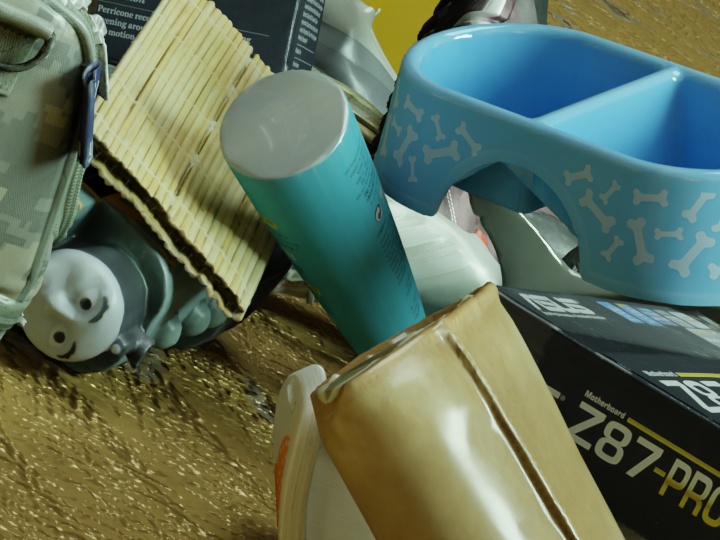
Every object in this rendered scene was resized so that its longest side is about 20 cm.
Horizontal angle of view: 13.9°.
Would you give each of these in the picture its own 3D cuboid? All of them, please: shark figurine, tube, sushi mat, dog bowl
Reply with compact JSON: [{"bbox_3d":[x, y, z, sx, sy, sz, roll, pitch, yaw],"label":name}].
[{"bbox_3d":[0.152,0.013,1.166,0.214,0.090,0.128,28,33,36],"label":"shark figurine"},{"bbox_3d":[0.000,0.000,1.166,0.200,0.050,0.077,62,8,-51],"label":"tube"},{"bbox_3d":[-0.060,-0.053,1.159,0.096,0.012,0.200,49,20,-12],"label":"sushi mat"},{"bbox_3d":[0.093,-0.046,1.130,0.200,0.050,0.111,24,33,39],"label":"dog bowl"}]

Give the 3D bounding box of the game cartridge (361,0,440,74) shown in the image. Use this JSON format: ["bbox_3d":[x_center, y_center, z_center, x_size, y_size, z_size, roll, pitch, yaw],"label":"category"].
[{"bbox_3d":[-0.030,-0.161,1.504,0.176,0.200,0.032,22,18,-30],"label":"game cartridge"}]

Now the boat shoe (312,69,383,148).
[{"bbox_3d":[-0.002,-0.036,1.405,0.201,0.073,0.063,36,9,-10],"label":"boat shoe"}]

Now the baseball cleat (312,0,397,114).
[{"bbox_3d":[-0.005,-0.058,1.488,0.200,0.106,0.070,54,-19,-12],"label":"baseball cleat"}]

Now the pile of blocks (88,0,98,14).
[{"bbox_3d":[-0.127,-0.128,1.227,0.062,0.200,0.082,15,-15,11],"label":"pile of blocks"}]

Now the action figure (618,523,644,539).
[{"bbox_3d":[0.140,0.131,1.150,0.193,0.105,0.200,36,-11,-7],"label":"action figure"}]

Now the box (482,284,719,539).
[{"bbox_3d":[0.133,0.066,0.976,0.161,0.049,0.200,30,10,26],"label":"box"}]

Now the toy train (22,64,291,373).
[{"bbox_3d":[-0.098,-0.017,1.142,0.114,0.085,0.200,42,16,7],"label":"toy train"}]

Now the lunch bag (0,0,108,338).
[{"bbox_3d":[-0.172,-0.059,0.948,0.139,0.168,0.200,20,19,-36],"label":"lunch bag"}]

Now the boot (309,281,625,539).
[{"bbox_3d":[0.042,0.116,0.804,0.200,0.066,0.175,62,20,-2],"label":"boot"}]

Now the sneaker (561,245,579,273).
[{"bbox_3d":[0.153,0.063,1.243,0.200,0.078,0.085,45,-21,18],"label":"sneaker"}]

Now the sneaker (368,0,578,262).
[{"bbox_3d":[0.072,-0.062,1.386,0.115,0.200,0.076,33,-25,-13],"label":"sneaker"}]

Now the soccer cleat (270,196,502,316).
[{"bbox_3d":[-0.032,-0.013,1.276,0.200,0.069,0.078,26,46,-1],"label":"soccer cleat"}]

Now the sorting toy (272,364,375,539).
[{"bbox_3d":[0.039,0.105,0.979,0.200,0.107,0.180,27,8,-12],"label":"sorting toy"}]

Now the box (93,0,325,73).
[{"bbox_3d":[-0.106,-0.184,1.337,0.200,0.182,0.104,13,3,4],"label":"box"}]
